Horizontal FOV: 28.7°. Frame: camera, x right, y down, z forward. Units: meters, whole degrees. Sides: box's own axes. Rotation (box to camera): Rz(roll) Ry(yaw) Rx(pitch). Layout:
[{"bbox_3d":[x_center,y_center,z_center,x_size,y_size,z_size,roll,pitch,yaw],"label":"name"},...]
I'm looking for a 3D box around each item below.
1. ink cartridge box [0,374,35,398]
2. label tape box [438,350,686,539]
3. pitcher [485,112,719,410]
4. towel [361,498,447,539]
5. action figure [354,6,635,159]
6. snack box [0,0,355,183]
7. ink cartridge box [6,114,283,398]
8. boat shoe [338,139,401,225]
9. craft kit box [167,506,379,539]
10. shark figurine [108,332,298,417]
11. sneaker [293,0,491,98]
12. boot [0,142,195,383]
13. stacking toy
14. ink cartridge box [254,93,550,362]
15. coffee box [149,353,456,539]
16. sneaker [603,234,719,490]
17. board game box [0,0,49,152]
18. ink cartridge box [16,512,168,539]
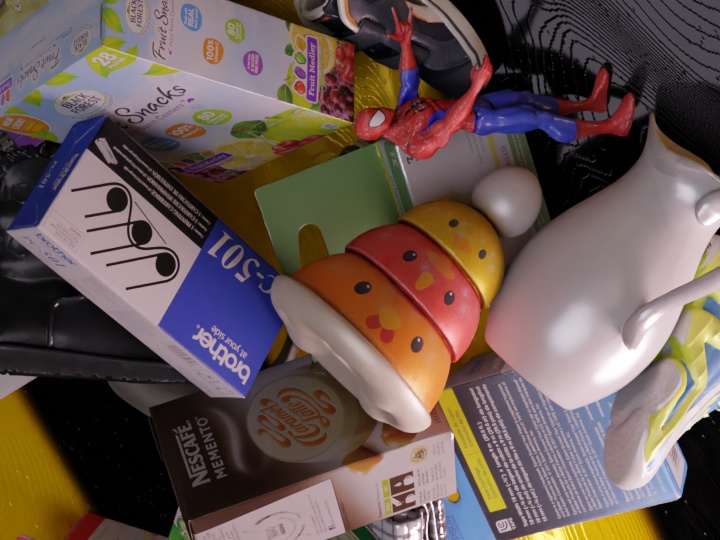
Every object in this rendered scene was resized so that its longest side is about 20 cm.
[{"bbox_3d":[-0.251,0.021,1.156,0.200,0.148,0.086,-30,101,24],"label":"ink cartridge box"},{"bbox_3d":[0.141,0.132,1.128,0.199,0.063,0.145,-19,105,24],"label":"label tape box"},{"bbox_3d":[0.187,0.006,0.971,0.121,0.172,0.200,36,98,-23],"label":"pitcher"},{"bbox_3d":[-0.004,0.223,1.169,0.200,0.085,0.166,17,120,43],"label":"towel"},{"bbox_3d":[0.091,-0.132,0.974,0.199,0.065,0.099,-10,124,-16],"label":"action figure"},{"bbox_3d":[-0.131,-0.128,0.967,0.168,0.200,0.068,-19,64,49],"label":"snack box"},{"bbox_3d":[-0.136,-0.005,0.964,0.044,0.094,0.200,-4,141,47],"label":"ink cartridge box"},{"bbox_3d":[0.003,0.002,1.096,0.075,0.075,0.203,-19,110,-20],"label":"boat shoe"},{"bbox_3d":[-0.071,0.236,1.152,0.200,0.048,0.198,46,133,25],"label":"craft kit box"},{"bbox_3d":[-0.117,0.106,1.186,0.214,0.090,0.128,-23,105,26],"label":"shark figurine"},{"bbox_3d":[0.008,-0.183,1.002,0.200,0.079,0.078,46,157,-21],"label":"sneaker"},{"bbox_3d":[-0.187,-0.001,1.020,0.198,0.073,0.163,6,82,-20],"label":"boot"},{"bbox_3d":[0.048,-0.002,0.976,0.146,0.146,0.200,44,80,-5],"label":"stacking toy"},{"bbox_3d":[0.040,-0.029,1.038,0.199,0.048,0.146,-24,107,-17],"label":"ink cartridge box"},{"bbox_3d":[-0.042,0.134,1.044,0.199,0.115,0.080,-18,137,-11],"label":"coffee box"},{"bbox_3d":[0.257,0.079,1.028,0.105,0.076,0.201,25,85,-12],"label":"sneaker"},{"bbox_3d":[-0.256,-0.175,1.118,0.200,0.032,0.120,-28,106,39],"label":"board game box"},{"bbox_3d":[-0.221,0.304,1.312,0.199,0.067,0.117,16,115,10],"label":"ink cartridge box"}]
